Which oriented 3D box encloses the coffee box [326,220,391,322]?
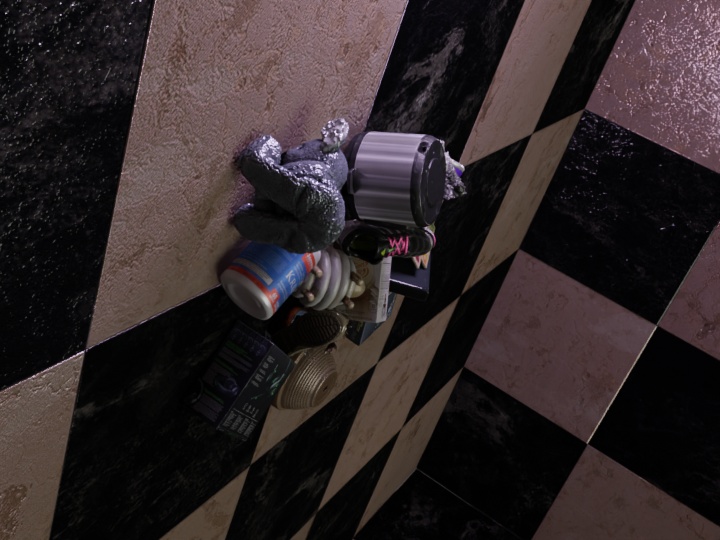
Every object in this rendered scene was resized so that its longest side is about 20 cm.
[{"bbox_3d":[0.000,0.000,1.724,0.080,0.113,0.202,0,95,-73],"label":"coffee box"}]

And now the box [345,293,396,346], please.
[{"bbox_3d":[0.040,0.078,2.156,0.158,0.051,0.201,-39,153,-44],"label":"box"}]

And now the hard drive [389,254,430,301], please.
[{"bbox_3d":[0.088,-0.018,1.880,0.201,0.138,0.033,-80,-173,-56],"label":"hard drive"}]

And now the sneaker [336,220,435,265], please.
[{"bbox_3d":[0.049,-0.049,1.616,0.088,0.198,0.074,-95,-168,-61],"label":"sneaker"}]

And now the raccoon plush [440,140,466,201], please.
[{"bbox_3d":[0.178,-0.226,1.913,0.096,0.135,0.200,-18,-176,7],"label":"raccoon plush"}]

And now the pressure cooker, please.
[{"bbox_3d":[0.049,-0.174,1.576,0.176,0.198,0.180,66,37,-55],"label":"pressure cooker"}]

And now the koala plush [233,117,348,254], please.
[{"bbox_3d":[-0.081,-0.142,1.353,0.200,0.182,0.178,-57,166,-46],"label":"koala plush"}]

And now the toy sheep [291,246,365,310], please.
[{"bbox_3d":[-0.078,0.013,1.611,0.199,0.138,0.139,17,107,-31],"label":"toy sheep"}]

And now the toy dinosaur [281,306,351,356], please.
[{"bbox_3d":[-0.111,0.117,1.829,0.105,0.200,0.181,-47,127,6],"label":"toy dinosaur"}]

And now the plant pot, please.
[{"bbox_3d":[-0.117,0.251,1.949,0.201,0.092,0.202,-51,159,-27],"label":"plant pot"}]

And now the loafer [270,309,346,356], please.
[{"bbox_3d":[-0.100,0.121,1.683,0.199,0.076,0.068,-21,-179,37],"label":"loafer"}]

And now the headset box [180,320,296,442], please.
[{"bbox_3d":[-0.224,0.209,1.602,0.201,0.092,0.174,-57,161,-9],"label":"headset box"}]

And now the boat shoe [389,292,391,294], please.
[{"bbox_3d":[0.041,0.009,1.912,0.201,0.071,0.068,-94,-154,-55],"label":"boat shoe"}]

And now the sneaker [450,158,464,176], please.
[{"bbox_3d":[0.180,-0.235,2.027,0.100,0.069,0.200,-61,154,12],"label":"sneaker"}]

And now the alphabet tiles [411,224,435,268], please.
[{"bbox_3d":[0.126,-0.109,1.849,0.167,0.006,0.201,61,32,-38],"label":"alphabet tiles"}]

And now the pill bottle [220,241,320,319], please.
[{"bbox_3d":[-0.139,-0.022,1.443,0.200,0.112,0.113,-50,160,-25],"label":"pill bottle"}]
